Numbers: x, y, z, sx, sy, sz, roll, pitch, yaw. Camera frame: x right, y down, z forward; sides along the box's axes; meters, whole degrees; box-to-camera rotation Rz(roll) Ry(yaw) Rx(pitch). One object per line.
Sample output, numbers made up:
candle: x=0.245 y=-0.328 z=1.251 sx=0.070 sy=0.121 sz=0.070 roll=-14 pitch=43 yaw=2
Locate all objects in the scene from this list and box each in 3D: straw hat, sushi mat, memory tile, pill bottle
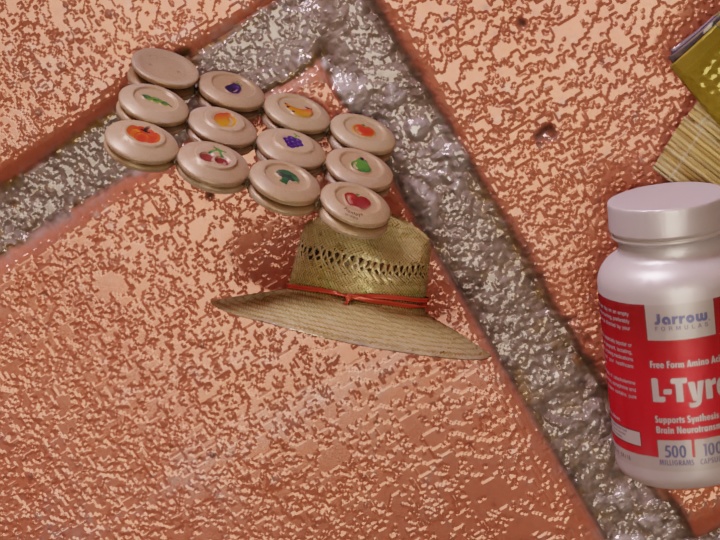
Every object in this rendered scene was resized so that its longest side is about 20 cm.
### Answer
straw hat: x=0.000 y=0.000 z=1.232 sx=0.199 sy=0.201 sz=0.086 roll=10 pitch=93 yaw=-3
sushi mat: x=0.312 y=-0.052 z=1.275 sx=0.199 sy=0.012 sz=0.096 roll=38 pitch=116 yaw=2
memory tile: x=-0.071 y=-0.090 z=1.222 sx=0.198 sy=0.154 sz=0.017 roll=16 pitch=122 yaw=-6
pill bottle: x=0.228 y=0.044 z=1.274 sx=0.111 sy=0.112 sz=0.202 roll=-8 pitch=104 yaw=2

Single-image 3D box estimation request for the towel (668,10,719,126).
towel: x=0.322 y=-0.119 z=1.229 sx=0.143 sy=0.023 sz=0.200 roll=-39 pitch=94 yaw=24
